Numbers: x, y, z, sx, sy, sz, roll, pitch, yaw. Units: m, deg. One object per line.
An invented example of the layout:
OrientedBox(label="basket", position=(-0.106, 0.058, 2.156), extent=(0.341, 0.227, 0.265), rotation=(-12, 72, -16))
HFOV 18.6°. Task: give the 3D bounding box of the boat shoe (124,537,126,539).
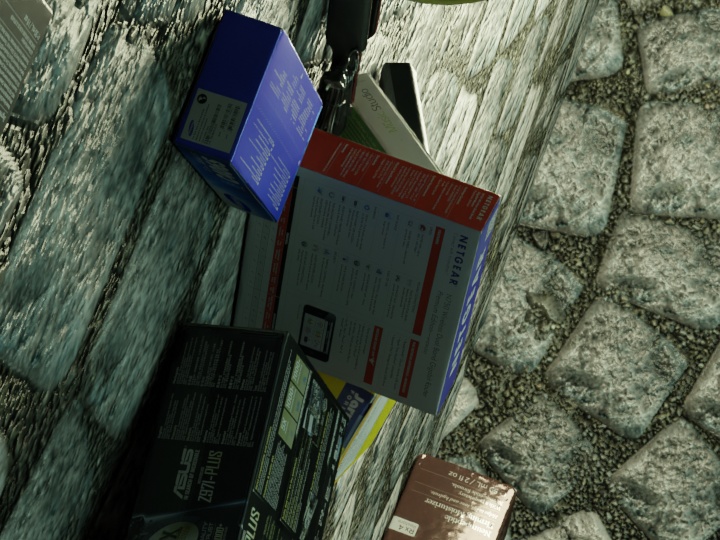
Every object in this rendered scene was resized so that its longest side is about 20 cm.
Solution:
OrientedBox(label="boat shoe", position=(-0.139, 0.207, 1.680), extent=(0.200, 0.060, 0.074), rotation=(-54, 162, -59))

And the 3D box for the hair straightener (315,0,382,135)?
OrientedBox(label="hair straightener", position=(-0.022, -0.159, 1.696), extent=(0.077, 0.041, 0.200), rotation=(-60, 170, -48))

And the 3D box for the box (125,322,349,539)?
OrientedBox(label="box", position=(-0.088, 0.163, 1.595), extent=(0.164, 0.086, 0.200), rotation=(58, 40, -60))

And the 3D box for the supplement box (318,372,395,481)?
OrientedBox(label="supplement box", position=(-0.032, 0.100, 1.885), extent=(0.109, 0.109, 0.200), rotation=(-62, 173, 13))

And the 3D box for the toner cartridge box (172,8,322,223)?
OrientedBox(label="toner cartridge box", position=(-0.072, -0.100, 1.475), extent=(0.200, 0.043, 0.095), rotation=(59, 53, -78))

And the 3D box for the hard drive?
OrientedBox(label="hard drive", position=(0.037, -0.067, 1.955), extent=(0.140, 0.033, 0.200), rotation=(100, -13, -48))

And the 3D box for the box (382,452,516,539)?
OrientedBox(label="box", position=(0.126, 0.421, 3.356), extent=(0.164, 0.166, 0.200), rotation=(97, 15, -59))

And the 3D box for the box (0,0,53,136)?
OrientedBox(label="box", position=(-0.186, -0.069, 0.762), extent=(0.200, 0.079, 0.141), rotation=(68, 39, -77))

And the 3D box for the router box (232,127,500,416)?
OrientedBox(label="router box", position=(0.000, 0.000, 1.685), extent=(0.049, 0.179, 0.200), rotation=(-59, 167, -46))

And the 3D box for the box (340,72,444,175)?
OrientedBox(label="box", position=(0.016, -0.047, 1.839), extent=(0.036, 0.144, 0.200), rotation=(-19, 145, -22))

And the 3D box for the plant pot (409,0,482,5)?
OrientedBox(label="plant pot", position=(0.052, -0.294, 1.436), extent=(0.142, 0.200, 0.200), rotation=(-105, -154, -58))
